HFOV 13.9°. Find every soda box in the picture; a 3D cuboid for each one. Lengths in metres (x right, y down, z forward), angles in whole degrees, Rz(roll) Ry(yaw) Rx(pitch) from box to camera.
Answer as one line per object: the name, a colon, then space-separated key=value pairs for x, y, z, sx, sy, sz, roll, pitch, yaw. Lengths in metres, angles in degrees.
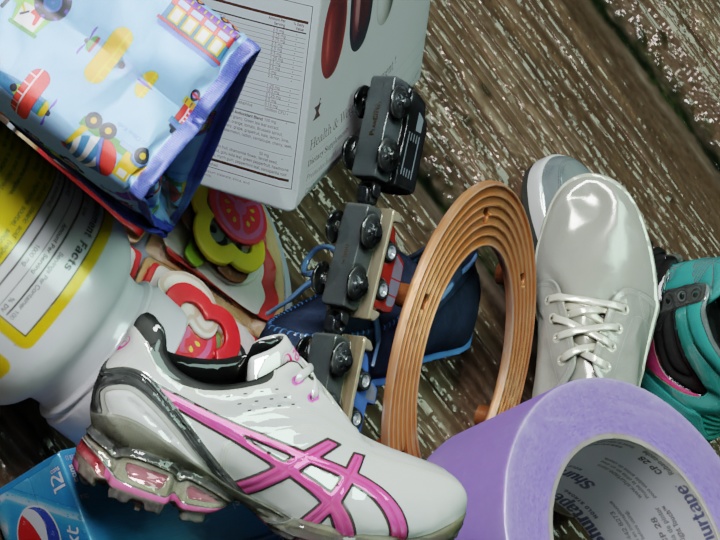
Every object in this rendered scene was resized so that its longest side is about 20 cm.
soda box: x=-0.085 y=0.115 z=1.492 sx=0.199 sy=0.064 sz=0.068 roll=-11 pitch=75 yaw=-46

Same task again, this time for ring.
ring: x=0.050 y=0.050 z=1.612 sx=0.200 sy=0.019 sz=0.202 roll=-43 pitch=139 yaw=-53

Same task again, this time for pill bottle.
pill bottle: x=-0.185 y=-0.008 z=1.432 sx=0.200 sy=0.112 sz=0.113 roll=41 pitch=45 yaw=-16

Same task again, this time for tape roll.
tape roll: x=0.120 y=0.164 z=1.565 sx=0.199 sy=0.085 sz=0.201 roll=22 pitch=55 yaw=-34

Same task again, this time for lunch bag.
lunch bag: x=-0.139 y=-0.092 z=1.422 sx=0.150 sy=0.200 sz=0.094 roll=37 pitch=78 yaw=3

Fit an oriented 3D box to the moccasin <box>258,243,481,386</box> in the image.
moccasin: x=0.003 y=0.016 z=1.608 sx=0.200 sy=0.080 sz=0.069 roll=-21 pitch=125 yaw=-64

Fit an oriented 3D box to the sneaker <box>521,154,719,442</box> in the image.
sneaker: x=0.183 y=0.003 z=1.767 sx=0.083 sy=0.121 sz=0.201 roll=-24 pitch=84 yaw=-48

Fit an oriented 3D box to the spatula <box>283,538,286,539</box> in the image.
spatula: x=-0.038 y=0.163 z=1.476 sx=0.056 sy=0.020 sz=0.201 roll=4 pitch=99 yaw=-47

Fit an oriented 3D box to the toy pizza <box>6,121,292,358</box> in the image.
toy pizza: x=-0.110 y=-0.013 z=1.567 sx=0.199 sy=0.032 sz=0.201 roll=22 pitch=53 yaw=-33

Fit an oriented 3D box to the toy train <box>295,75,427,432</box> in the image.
toy train: x=0.000 y=0.000 z=1.514 sx=0.046 sy=0.034 sz=0.201 roll=25 pitch=75 yaw=-52

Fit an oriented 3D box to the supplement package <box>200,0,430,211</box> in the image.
supplement package: x=-0.052 y=-0.173 z=1.542 sx=0.146 sy=0.201 sz=0.191 roll=16 pitch=31 yaw=15

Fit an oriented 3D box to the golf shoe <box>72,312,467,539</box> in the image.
golf shoe: x=-0.032 y=0.081 z=1.411 sx=0.199 sy=0.073 sz=0.093 roll=15 pitch=99 yaw=-23

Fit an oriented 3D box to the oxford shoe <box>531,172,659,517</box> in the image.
oxford shoe: x=0.132 y=0.040 z=1.700 sx=0.058 sy=0.075 sz=0.201 roll=58 pitch=37 yaw=-74
